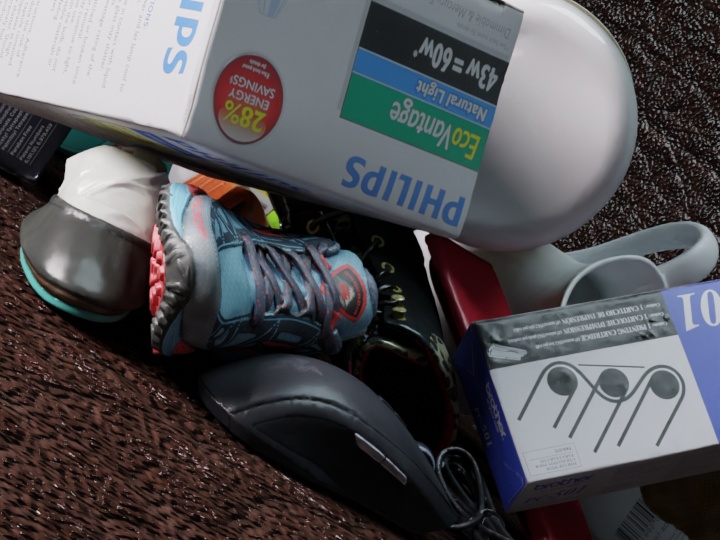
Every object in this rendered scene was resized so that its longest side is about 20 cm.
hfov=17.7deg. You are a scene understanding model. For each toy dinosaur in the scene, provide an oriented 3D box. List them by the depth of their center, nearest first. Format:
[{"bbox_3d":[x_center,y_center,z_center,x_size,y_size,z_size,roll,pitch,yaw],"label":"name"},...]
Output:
[{"bbox_3d":[0.202,0.107,1.271,0.101,0.201,0.058,6,-30,-2],"label":"toy dinosaur"}]

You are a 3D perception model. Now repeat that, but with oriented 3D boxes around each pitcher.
[{"bbox_3d":[0.108,0.018,1.422,0.200,0.171,0.122,4,-59,51],"label":"pitcher"}]

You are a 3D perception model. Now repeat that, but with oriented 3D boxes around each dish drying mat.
[{"bbox_3d":[0.083,0.075,1.264,0.077,0.018,0.200,27,38,-55],"label":"dish drying mat"}]

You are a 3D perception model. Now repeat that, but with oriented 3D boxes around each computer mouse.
[{"bbox_3d":[0.004,0.076,1.108,0.200,0.046,0.140,32,8,-24],"label":"computer mouse"}]

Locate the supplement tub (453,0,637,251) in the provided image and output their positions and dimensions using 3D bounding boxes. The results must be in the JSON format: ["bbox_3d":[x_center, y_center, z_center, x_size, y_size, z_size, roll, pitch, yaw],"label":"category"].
[{"bbox_3d":[0.088,-0.092,1.344,0.144,0.145,0.200,35,10,1],"label":"supplement tub"}]

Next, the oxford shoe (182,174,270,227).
[{"bbox_3d":[-0.081,-0.012,1.334,0.073,0.071,0.200,59,-1,-16],"label":"oxford shoe"}]

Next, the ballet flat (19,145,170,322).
[{"bbox_3d":[-0.123,-0.027,1.111,0.068,0.069,0.200,24,7,-7],"label":"ballet flat"}]

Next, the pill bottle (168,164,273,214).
[{"bbox_3d":[-0.022,-0.038,1.550,0.200,0.113,0.112,33,6,-20],"label":"pill bottle"}]

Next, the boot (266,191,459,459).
[{"bbox_3d":[0.002,0.000,1.264,0.154,0.073,0.204,-107,176,-75],"label":"boot"}]

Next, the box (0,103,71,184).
[{"bbox_3d":[-0.252,-0.161,1.287,0.182,0.104,0.200,30,7,-33],"label":"box"}]

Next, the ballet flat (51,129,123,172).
[{"bbox_3d":[-0.161,-0.093,1.369,0.064,0.076,0.200,63,-6,-35],"label":"ballet flat"}]

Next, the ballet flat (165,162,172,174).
[{"bbox_3d":[-0.064,-0.111,1.608,0.064,0.199,0.076,-84,165,-52],"label":"ballet flat"}]

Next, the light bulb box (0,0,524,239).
[{"bbox_3d":[-0.063,-0.111,1.159,0.198,0.125,0.200,18,-2,-44],"label":"light bulb box"}]

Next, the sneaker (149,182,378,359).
[{"bbox_3d":[-0.041,0.002,1.088,0.095,0.080,0.200,0,-3,11],"label":"sneaker"}]

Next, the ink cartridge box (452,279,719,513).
[{"bbox_3d":[0.158,0.061,1.225,0.044,0.199,0.094,116,-40,-58],"label":"ink cartridge box"}]

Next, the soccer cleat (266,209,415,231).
[{"bbox_3d":[0.007,-0.043,1.451,0.068,0.200,0.081,58,-35,0],"label":"soccer cleat"}]

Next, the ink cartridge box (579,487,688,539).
[{"bbox_3d":[0.197,0.113,1.414,0.084,0.145,0.200,32,6,-40],"label":"ink cartridge box"}]
